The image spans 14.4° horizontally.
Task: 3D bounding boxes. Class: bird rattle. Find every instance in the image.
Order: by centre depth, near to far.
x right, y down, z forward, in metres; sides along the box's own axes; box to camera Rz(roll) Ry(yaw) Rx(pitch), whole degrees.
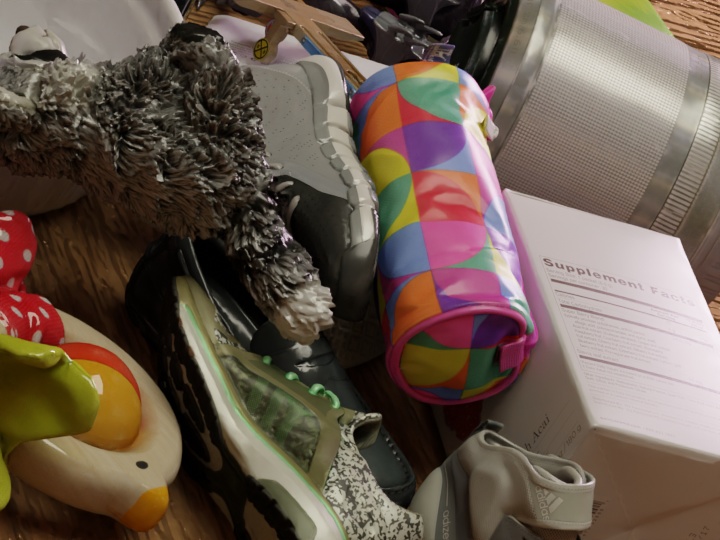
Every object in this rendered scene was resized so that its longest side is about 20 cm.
[{"bbox_3d":[-0.161,0.057,1.368,0.163,0.113,0.200,32,15,-21],"label":"bird rattle"}]

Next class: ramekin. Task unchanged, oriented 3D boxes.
[{"bbox_3d":[-0.204,-0.119,1.544,0.200,0.105,0.200,22,32,-14],"label":"ramekin"}]

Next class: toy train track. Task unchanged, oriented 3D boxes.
[{"bbox_3d":[-0.030,-0.123,1.682,0.115,0.033,0.200,15,25,-43],"label":"toy train track"}]

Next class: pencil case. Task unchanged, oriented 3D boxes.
[{"bbox_3d":[0.043,-0.025,1.512,0.088,0.088,0.200,15,45,-25],"label":"pencil case"}]

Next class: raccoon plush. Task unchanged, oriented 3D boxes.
[{"bbox_3d":[-0.110,-0.042,1.393,0.134,0.097,0.200,-20,59,-29],"label":"raccoon plush"}]

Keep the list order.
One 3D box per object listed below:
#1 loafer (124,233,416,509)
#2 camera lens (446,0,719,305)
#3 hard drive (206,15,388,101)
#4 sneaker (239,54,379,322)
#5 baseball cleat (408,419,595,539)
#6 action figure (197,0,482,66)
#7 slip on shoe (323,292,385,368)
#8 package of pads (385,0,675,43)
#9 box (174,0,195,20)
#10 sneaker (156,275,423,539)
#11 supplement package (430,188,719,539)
[{"bbox_3d":[-0.043,0.050,1.469,0.201,0.070,0.068,44,33,22],"label":"loafer"},{"bbox_3d":[0.140,-0.077,1.730,0.200,0.160,0.160,25,31,-10],"label":"camera lens"},{"bbox_3d":[-0.050,-0.094,1.677,0.132,0.025,0.200,18,24,4],"label":"hard drive"},{"bbox_3d":[-0.058,-0.043,1.510,0.115,0.075,0.200,2,36,-12],"label":"sneaker"},{"bbox_3d":[0.087,0.161,1.377,0.070,0.106,0.200,3,45,-42],"label":"baseball cleat"},{"bbox_3d":[-0.025,-0.187,1.826,0.200,0.069,0.130,25,48,10],"label":"action figure"},{"bbox_3d":[0.000,0.000,1.599,0.200,0.061,0.074,-42,120,-49],"label":"slip on shoe"},{"bbox_3d":[0.103,-0.190,1.956,0.200,0.068,0.155,7,39,-35],"label":"package of pads"},{"bbox_3d":[-0.147,-0.235,1.672,0.159,0.200,0.046,29,33,-1],"label":"box"},{"bbox_3d":[-0.036,0.081,1.409,0.089,0.077,0.200,-16,59,-28],"label":"sneaker"},{"bbox_3d":[0.121,0.072,1.529,0.120,0.121,0.200,15,33,-24],"label":"supplement package"}]
